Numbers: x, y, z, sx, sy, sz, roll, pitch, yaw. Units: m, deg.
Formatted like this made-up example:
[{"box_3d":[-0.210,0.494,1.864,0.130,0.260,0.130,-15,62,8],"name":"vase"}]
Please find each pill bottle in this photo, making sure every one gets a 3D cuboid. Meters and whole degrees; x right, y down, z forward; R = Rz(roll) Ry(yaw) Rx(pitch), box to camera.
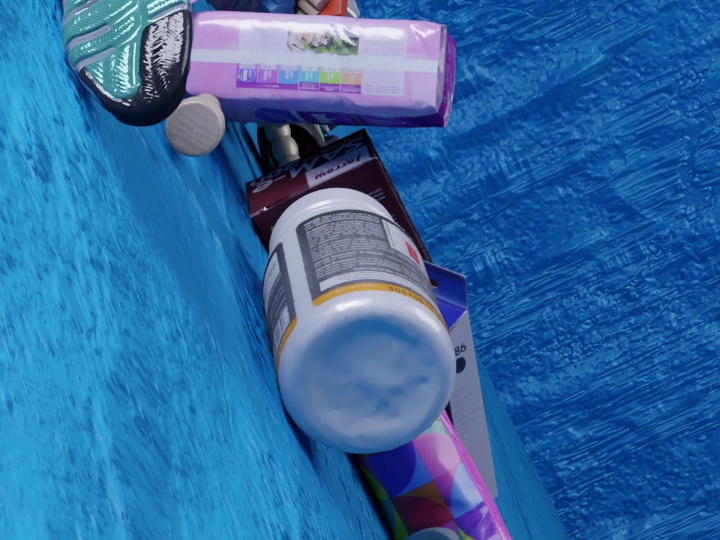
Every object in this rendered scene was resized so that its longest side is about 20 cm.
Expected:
[{"box_3d":[-0.006,0.027,1.391,0.200,0.116,0.116,-105,168,-63],"name":"pill bottle"}]

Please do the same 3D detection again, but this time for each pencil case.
[{"box_3d":[0.049,0.155,1.538,0.088,0.088,0.200,-86,151,-80],"name":"pencil case"}]

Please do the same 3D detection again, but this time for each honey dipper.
[{"box_3d":[-0.109,-0.105,1.432,0.200,0.038,0.038,-93,158,-81],"name":"honey dipper"}]

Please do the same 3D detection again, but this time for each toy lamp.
[{"box_3d":[-0.051,-0.074,1.731,0.058,0.058,0.200,51,19,-71],"name":"toy lamp"}]

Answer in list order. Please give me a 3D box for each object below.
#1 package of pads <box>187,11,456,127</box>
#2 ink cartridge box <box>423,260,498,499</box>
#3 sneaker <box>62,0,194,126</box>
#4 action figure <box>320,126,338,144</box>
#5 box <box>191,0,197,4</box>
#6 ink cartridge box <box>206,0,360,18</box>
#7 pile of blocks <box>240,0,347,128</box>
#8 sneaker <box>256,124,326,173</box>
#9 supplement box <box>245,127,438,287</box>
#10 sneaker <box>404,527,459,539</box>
[{"box_3d":[-0.029,-0.151,1.573,0.121,0.200,0.076,15,78,-82],"name":"package of pads"},{"box_3d":[0.049,0.085,1.596,0.099,0.039,0.200,21,-50,46],"name":"ink cartridge box"},{"box_3d":[-0.132,-0.145,1.184,0.088,0.074,0.200,66,1,-54],"name":"sneaker"},{"box_3d":[-0.085,-0.211,2.040,0.200,0.069,0.130,59,12,-23],"name":"action figure"},{"box_3d":[-0.124,-0.292,1.575,0.200,0.039,0.137,-46,115,-47],"name":"box"},{"box_3d":[-0.103,-0.275,1.739,0.200,0.088,0.145,40,16,-27],"name":"ink cartridge box"},{"box_3d":[-0.049,-0.191,1.650,0.062,0.082,0.200,45,-50,36],"name":"pile of blocks"},{"box_3d":[-0.036,-0.054,1.805,0.200,0.077,0.084,55,11,3],"name":"sneaker"},{"box_3d":[0.000,0.000,1.636,0.061,0.109,0.200,-108,172,-60],"name":"supplement box"},{"box_3d":[0.090,0.276,1.459,0.200,0.074,0.089,50,12,-31],"name":"sneaker"}]
